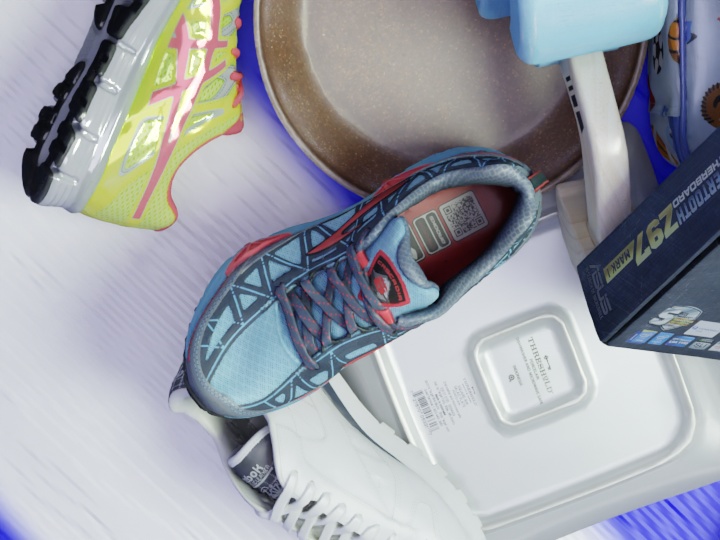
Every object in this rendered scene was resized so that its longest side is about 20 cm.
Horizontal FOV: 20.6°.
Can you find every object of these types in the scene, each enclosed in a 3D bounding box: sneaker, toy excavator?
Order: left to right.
[{"bbox_3d":[-0.089,-0.109,1.001,0.090,0.078,0.200,28,94,-27],"label":"sneaker"},{"bbox_3d":[-0.017,0.112,1.014,0.200,0.081,0.076,45,124,-1],"label":"sneaker"},{"bbox_3d":[0.000,0.000,0.945,0.200,0.096,0.079,-35,95,-7],"label":"sneaker"},{"bbox_3d":[0.101,-0.112,0.935,0.100,0.195,0.200,-11,72,-4],"label":"toy excavator"}]

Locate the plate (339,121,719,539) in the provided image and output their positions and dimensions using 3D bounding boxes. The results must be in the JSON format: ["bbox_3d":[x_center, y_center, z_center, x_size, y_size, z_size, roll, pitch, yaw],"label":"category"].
[{"bbox_3d":[0.087,0.050,1.040,0.200,0.032,0.200,-22,99,4],"label":"plate"}]

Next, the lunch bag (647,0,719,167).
[{"bbox_3d":[0.226,-0.140,0.991,0.160,0.076,0.201,0,100,-2],"label":"lunch bag"}]

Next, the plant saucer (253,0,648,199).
[{"bbox_3d":[0.045,-0.128,1.003,0.200,0.037,0.201,-1,98,-6],"label":"plant saucer"}]

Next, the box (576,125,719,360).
[{"bbox_3d":[0.227,-0.015,0.938,0.200,0.051,0.158,8,141,-33],"label":"box"}]
